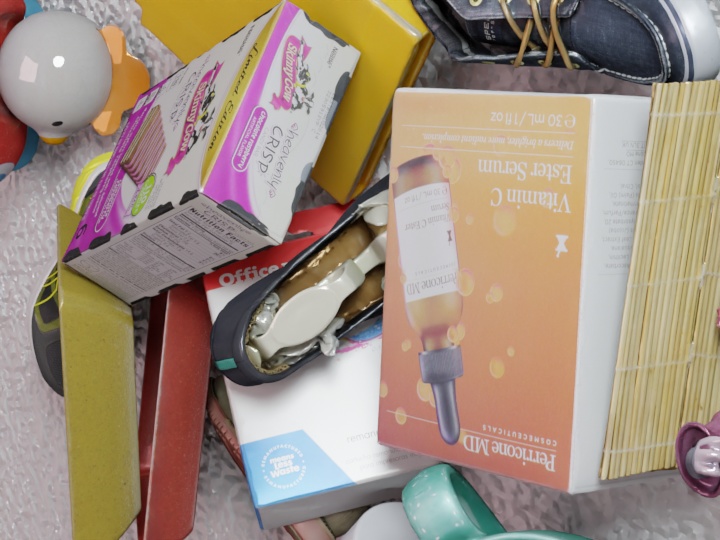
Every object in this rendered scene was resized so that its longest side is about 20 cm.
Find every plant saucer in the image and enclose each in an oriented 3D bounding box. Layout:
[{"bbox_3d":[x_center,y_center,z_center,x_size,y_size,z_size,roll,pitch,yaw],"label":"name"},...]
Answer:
[{"bbox_3d":[-0.180,0.075,1.141,0.200,0.048,0.201,-118,27,-68],"label":"plant saucer"},{"bbox_3d":[-0.131,0.083,1.160,0.200,0.037,0.201,-131,46,-76],"label":"plant saucer"}]

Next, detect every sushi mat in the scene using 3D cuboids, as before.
[{"bbox_3d":[0.168,0.005,0.824,0.012,0.095,0.201,22,108,59],"label":"sushi mat"}]

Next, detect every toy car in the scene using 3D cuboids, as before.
[{"bbox_3d":[-0.259,-0.138,1.294,0.199,0.184,0.178,10,100,20],"label":"toy car"}]

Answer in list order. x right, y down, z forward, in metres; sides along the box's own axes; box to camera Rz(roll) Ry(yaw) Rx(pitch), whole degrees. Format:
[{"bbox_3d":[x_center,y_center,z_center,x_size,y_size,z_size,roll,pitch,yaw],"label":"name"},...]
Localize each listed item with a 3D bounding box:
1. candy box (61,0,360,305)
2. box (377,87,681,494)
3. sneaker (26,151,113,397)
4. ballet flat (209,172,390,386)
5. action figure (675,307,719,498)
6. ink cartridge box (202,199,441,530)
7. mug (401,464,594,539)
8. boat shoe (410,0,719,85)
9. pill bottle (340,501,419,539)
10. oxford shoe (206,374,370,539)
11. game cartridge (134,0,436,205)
[{"bbox_3d":[-0.095,-0.066,1.006,0.200,0.061,0.137,-20,44,55],"label":"candy box"},{"bbox_3d":[0.099,0.005,0.895,0.152,0.106,0.201,7,96,49],"label":"box"},{"bbox_3d":[-0.203,0.012,1.252,0.085,0.074,0.201,-128,50,-60],"label":"sneaker"},{"bbox_3d":[0.000,0.000,0.962,0.073,0.200,0.073,52,172,11],"label":"ballet flat"},{"bbox_3d":[0.223,0.103,0.790,0.149,0.133,0.201,73,-177,-58],"label":"action figure"},{"bbox_3d":[-0.030,0.046,1.024,0.067,0.116,0.201,88,167,-70],"label":"ink cartridge box"},{"bbox_3d":[0.099,0.199,0.878,0.151,0.114,0.186,1,82,18],"label":"mug"},{"bbox_3d":[0.101,-0.130,0.868,0.200,0.091,0.071,45,155,56],"label":"boat shoe"},{"bbox_3d":[-0.009,0.240,1.022,0.200,0.114,0.114,-55,53,34],"label":"pill bottle"},{"bbox_3d":[-0.046,0.118,1.112,0.200,0.074,0.071,43,167,51],"label":"oxford shoe"},{"bbox_3d":[-0.053,-0.158,1.025,0.200,0.032,0.176,43,147,11],"label":"game cartridge"}]
